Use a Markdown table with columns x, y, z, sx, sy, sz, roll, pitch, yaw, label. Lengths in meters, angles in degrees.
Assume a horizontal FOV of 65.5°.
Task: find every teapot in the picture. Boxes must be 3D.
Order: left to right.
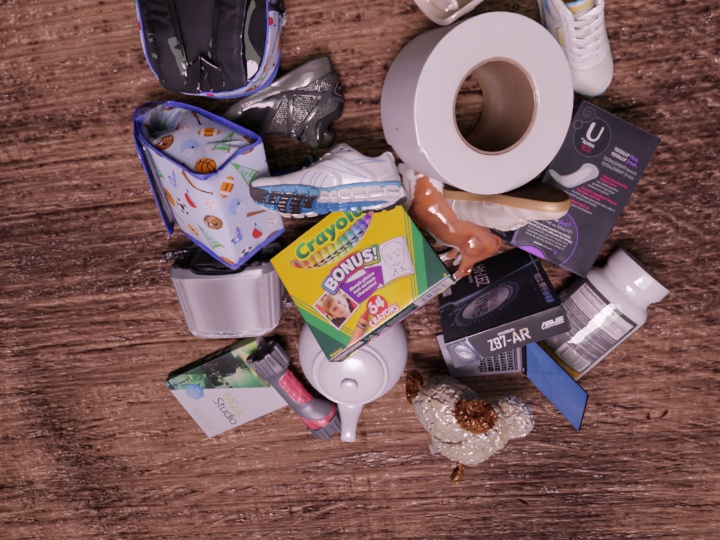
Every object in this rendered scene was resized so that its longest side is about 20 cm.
| x | y | z | sx | sy | sz | roll | pitch | yaw | label |
| --- | --- | --- | --- | --- | --- | --- | --- | --- | --- |
| -0.014 | 0.141 | 0.903 | 0.197 | 0.146 | 0.200 | -39 | 107 | 19 | teapot |

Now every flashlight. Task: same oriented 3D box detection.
| x | y | z | sx | sy | sz | roll | pitch | yaw | label |
| --- | --- | --- | --- | --- | --- | --- | --- | --- | --- |
| -0.105 | 0.205 | 0.961 | 0.068 | 0.068 | 0.200 | 1 | 131 | 52 | flashlight |

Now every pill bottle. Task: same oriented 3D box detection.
| x | y | z | sx | sy | sz | roll | pitch | yaw | label |
| --- | --- | --- | --- | --- | --- | --- | --- | --- | --- |
| 0.359 | 0.067 | 0.861 | 0.116 | 0.116 | 0.200 | 35 | 112 | -13 | pill bottle |

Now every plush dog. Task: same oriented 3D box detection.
| x | y | z | sx | sy | sz | roll | pitch | yaw | label |
| --- | --- | --- | --- | --- | --- | --- | --- | --- | --- |
| 0.146 | 0.235 | 0.884 | 0.200 | 0.161 | 0.172 | 11 | 151 | 44 | plush dog |

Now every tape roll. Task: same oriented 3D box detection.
| x | y | z | sx | sy | sz | roll | pitch | yaw | label |
| --- | --- | --- | --- | --- | --- | --- | --- | --- | --- |
| 0.139 | -0.205 | 0.699 | 0.202 | 0.139 | 0.203 | -4 | 108 | -13 | tape roll |

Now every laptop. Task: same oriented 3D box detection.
| x | y | z | sx | sy | sz | roll | pitch | yaw | label |
| --- | --- | --- | --- | --- | --- | --- | --- | --- | --- |
| 0.230 | 0.174 | 0.868 | 0.200 | 0.116 | 0.187 | -7 | 148 | 13 | laptop |

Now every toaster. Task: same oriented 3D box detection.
| x | y | z | sx | sy | sz | roll | pitch | yaw | label |
| --- | --- | --- | --- | --- | --- | --- | --- | --- | --- |
| -0.208 | 0.029 | 0.880 | 0.200 | 0.114 | 0.129 | -3 | 118 | 3 | toaster |

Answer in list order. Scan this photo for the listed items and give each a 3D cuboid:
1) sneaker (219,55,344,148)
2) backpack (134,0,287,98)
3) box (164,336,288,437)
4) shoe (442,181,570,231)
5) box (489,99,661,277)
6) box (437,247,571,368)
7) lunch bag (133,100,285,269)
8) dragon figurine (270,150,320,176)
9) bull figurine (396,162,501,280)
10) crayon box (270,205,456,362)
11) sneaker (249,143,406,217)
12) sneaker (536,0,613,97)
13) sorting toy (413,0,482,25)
| x | y | z | sx | sy | sz | roll | pitch | yaw | label |
| --- | --- | --- | --- | --- | --- | --- | --- | --- | --- |
| -0.110 | -0.202 | 0.780 | 0.199 | 0.076 | 0.114 | -24 | 104 | 9 | sneaker |
| -0.181 | -0.309 | 0.687 | 0.200 | 0.154 | 0.191 | 4 | 99 | 10 | backpack |
| -0.230 | 0.210 | 1.011 | 0.200 | 0.036 | 0.144 | -26 | 112 | 13 | box |
| 0.183 | -0.082 | 0.714 | 0.070 | 0.200 | 0.053 | -21 | 112 | -25 | shoe |
| 0.283 | -0.112 | 0.763 | 0.122 | 0.106 | 0.200 | 24 | 101 | -8 | box |
| 0.196 | 0.045 | 0.813 | 0.160 | 0.200 | 0.044 | -21 | 113 | 14 | box |
| -0.220 | -0.122 | 0.763 | 0.200 | 0.124 | 0.170 | 33 | 147 | 28 | lunch bag |
| -0.102 | -0.121 | 0.807 | 0.200 | 0.099 | 0.059 | -15 | 114 | 10 | dragon figurine |
| 0.114 | -0.072 | 0.837 | 0.200 | 0.065 | 0.121 | 39 | 119 | -9 | bull figurine |
| 0.000 | 0.000 | 0.778 | 0.200 | 0.058 | 0.173 | -36 | 72 | 10 | crayon box |
| -0.043 | -0.120 | 0.722 | 0.200 | 0.075 | 0.087 | -3 | 75 | -14 | sneaker |
| 0.270 | -0.310 | 0.703 | 0.076 | 0.081 | 0.200 | -24 | 113 | 13 | sneaker |
| 0.121 | -0.415 | 0.657 | 0.180 | 0.107 | 0.200 | -31 | 99 | 4 | sorting toy |
